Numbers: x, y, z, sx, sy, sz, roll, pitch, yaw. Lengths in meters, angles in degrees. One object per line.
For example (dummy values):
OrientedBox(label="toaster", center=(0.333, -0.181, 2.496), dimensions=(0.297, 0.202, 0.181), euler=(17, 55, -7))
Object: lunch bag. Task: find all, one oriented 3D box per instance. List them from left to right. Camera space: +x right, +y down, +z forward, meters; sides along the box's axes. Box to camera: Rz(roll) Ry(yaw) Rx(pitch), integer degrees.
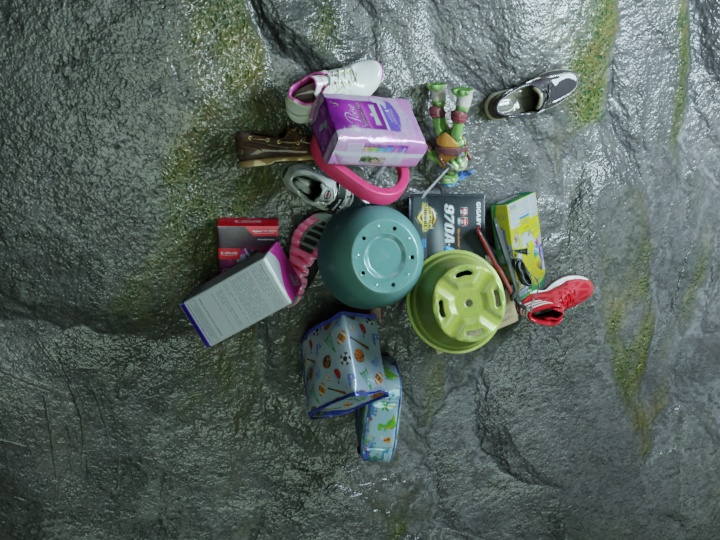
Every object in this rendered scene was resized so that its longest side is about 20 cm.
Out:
OrientedBox(label="lunch bag", center=(-0.046, 0.196, 1.364), dimensions=(0.122, 0.175, 0.198), euler=(11, 150, -41))
OrientedBox(label="lunch bag", center=(0.036, 0.295, 1.454), dimensions=(0.080, 0.161, 0.206), euler=(4, 108, -6))

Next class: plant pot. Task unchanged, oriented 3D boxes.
OrientedBox(label="plant pot", center=(0.027, -0.025, 1.234), dimensions=(0.194, 0.161, 0.207), euler=(0, 92, -11))
OrientedBox(label="plant pot", center=(0.186, 0.057, 1.238), dimensions=(0.194, 0.184, 0.207), euler=(0, 88, 1))

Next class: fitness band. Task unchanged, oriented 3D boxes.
OrientedBox(label="fitness band", center=(-0.002, -0.202, 1.246), dimensions=(0.198, 0.144, 0.038), euler=(35, 137, 2))

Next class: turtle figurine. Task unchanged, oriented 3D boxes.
OrientedBox(label="turtle figurine", center=(0.141, -0.245, 1.275), dimensions=(0.194, 0.144, 0.199), euler=(-2, 113, -13))

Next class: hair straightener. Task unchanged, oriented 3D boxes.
OrientedBox(label="hair straightener", center=(0.301, -0.012, 1.320), dimensions=(0.076, 0.041, 0.204), euler=(-25, 100, 16))

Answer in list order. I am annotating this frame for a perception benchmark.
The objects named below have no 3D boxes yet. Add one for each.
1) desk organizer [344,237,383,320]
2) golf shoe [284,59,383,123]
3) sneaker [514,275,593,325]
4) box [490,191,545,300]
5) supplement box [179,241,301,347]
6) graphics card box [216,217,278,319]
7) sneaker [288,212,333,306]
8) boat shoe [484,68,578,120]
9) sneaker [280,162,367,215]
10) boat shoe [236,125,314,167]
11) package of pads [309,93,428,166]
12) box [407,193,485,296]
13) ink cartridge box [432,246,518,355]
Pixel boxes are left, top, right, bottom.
OrientedBox(label="desk organizer", center=(0.000, 0.000, 1.383), dimensions=(0.075, 0.072, 0.206), euler=(-6, 111, -4))
OrientedBox(label="golf shoe", center=(-0.048, -0.334, 1.231), dimensions=(0.196, 0.092, 0.077), euler=(-26, 82, 0))
OrientedBox(label="sneaker", center=(0.435, 0.076, 1.455), dimensions=(0.195, 0.116, 0.080), euler=(-17, 113, -9))
OrientedBox(label="box", center=(0.327, -0.048, 1.389), dimensions=(0.116, 0.048, 0.206), euler=(-23, 106, -42))
OrientedBox(label="supplement box", center=(-0.223, 0.044, 1.276), dimensions=(0.197, 0.102, 0.105), euler=(-28, 103, 17))
OrientedBox(label="graphics card box", center=(-0.224, -0.001, 1.355), dimensions=(0.122, 0.051, 0.206), euler=(0, 111, -9))
OrientedBox(label="sneaker", center=(-0.104, -0.025, 1.352), dimensions=(0.078, 0.095, 0.203), euler=(33, 99, 14))
OrientedBox(label="boat shoe", center=(0.340, -0.338, 1.315), dimensions=(0.195, 0.065, 0.074), euler=(-17, 111, -4))
OrientedBox(label="sneaker", center=(-0.062, -0.143, 1.310), dimensions=(0.195, 0.089, 0.076), euler=(20, 105, -17))
OrientedBox(label="boat shoe", center=(-0.136, -0.236, 1.269), dimensions=(0.194, 0.070, 0.073), euler=(-7, 100, -16))
OrientedBox(label="package of pads", center=(0.015, -0.253, 1.218), dimensions=(0.195, 0.123, 0.076), euler=(-3, 145, -29))
OrientedBox(label="box", center=(0.172, -0.049, 1.357), dimensions=(0.154, 0.046, 0.207), euler=(1, 88, 0))
OrientedBox(label="ink cartridge box", center=(0.219, 0.061, 1.441), dimensions=(0.195, 0.075, 0.168), euler=(-21, 111, -1))
